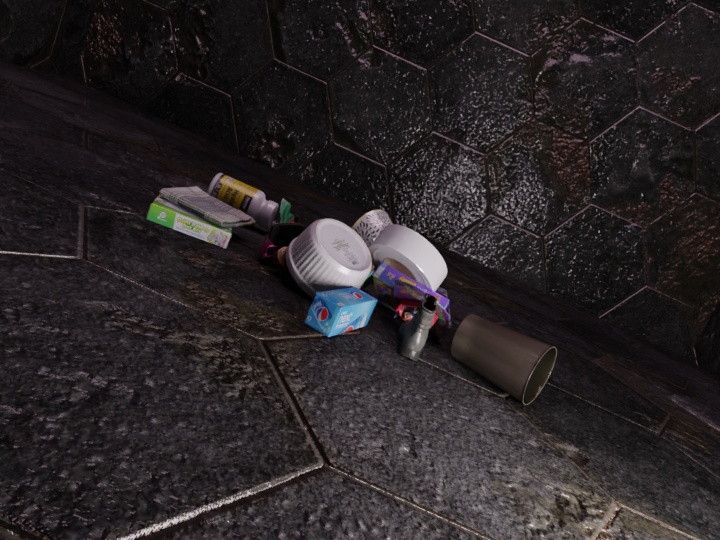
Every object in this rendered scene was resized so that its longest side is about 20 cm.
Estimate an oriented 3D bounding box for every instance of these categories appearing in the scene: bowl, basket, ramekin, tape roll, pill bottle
[{"bbox_3d":[0.050,-0.073,1.822,0.094,0.203,0.199,35,16,34],"label":"bowl"},{"bbox_3d":[0.314,0.189,1.353,0.198,0.138,0.179,27,16,31],"label":"basket"},{"bbox_3d":[-0.066,-0.027,1.406,0.199,0.105,0.202,29,34,-22],"label":"ramekin"},{"bbox_3d":[0.116,-0.019,1.507,0.201,0.071,0.203,33,-22,15],"label":"tape roll"},{"bbox_3d":[-0.349,-0.200,1.788,0.197,0.113,0.111,23,11,-1],"label":"pill bottle"}]

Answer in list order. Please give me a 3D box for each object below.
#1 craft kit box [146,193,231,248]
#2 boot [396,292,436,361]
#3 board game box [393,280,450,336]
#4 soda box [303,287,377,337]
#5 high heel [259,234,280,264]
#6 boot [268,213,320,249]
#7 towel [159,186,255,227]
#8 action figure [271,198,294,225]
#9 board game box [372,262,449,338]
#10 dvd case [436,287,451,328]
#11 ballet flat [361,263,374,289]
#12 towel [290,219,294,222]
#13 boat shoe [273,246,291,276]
[{"bbox_3d":[-0.419,-0.131,1.511,0.197,0.049,0.198,21,9,-15],"label":"craft kit box"},{"bbox_3d":[0.135,0.110,1.326,0.067,0.132,0.200,24,11,0],"label":"boot"},{"bbox_3d":[0.134,0.107,1.444,0.157,0.039,0.201,33,-22,17],"label":"board game box"},{"bbox_3d":[-0.036,0.083,1.256,0.064,0.069,0.199,29,12,20],"label":"soda box"},{"bbox_3d":[-0.162,-0.015,1.522,0.198,0.068,0.097,23,35,-14],"label":"high heel"},{"bbox_3d":[-0.164,-0.106,1.534,0.198,0.078,0.138,10,25,-39],"label":"boot"},{"bbox_3d":[-0.383,-0.165,1.545,0.190,0.035,0.200,26,11,11],"label":"towel"},{"bbox_3d":[-0.224,-0.120,1.775,0.201,0.054,0.119,-91,156,-63],"label":"action figure"},{"bbox_3d":[0.127,0.075,1.513,0.198,0.045,0.135,30,-24,23],"label":"board game box"},{"bbox_3d":[0.162,0.074,1.684,0.197,0.016,0.150,21,38,-17],"label":"dvd case"},{"bbox_3d":[0.000,0.000,1.579,0.073,0.068,0.200,49,-4,7],"label":"ballet flat"},{"bbox_3d":[-0.108,-0.085,1.626,0.197,0.023,0.145,18,23,-1],"label":"towel"},{"bbox_3d":[-0.134,-0.003,1.479,0.198,0.072,0.070,20,-26,-36],"label":"boat shoe"}]
